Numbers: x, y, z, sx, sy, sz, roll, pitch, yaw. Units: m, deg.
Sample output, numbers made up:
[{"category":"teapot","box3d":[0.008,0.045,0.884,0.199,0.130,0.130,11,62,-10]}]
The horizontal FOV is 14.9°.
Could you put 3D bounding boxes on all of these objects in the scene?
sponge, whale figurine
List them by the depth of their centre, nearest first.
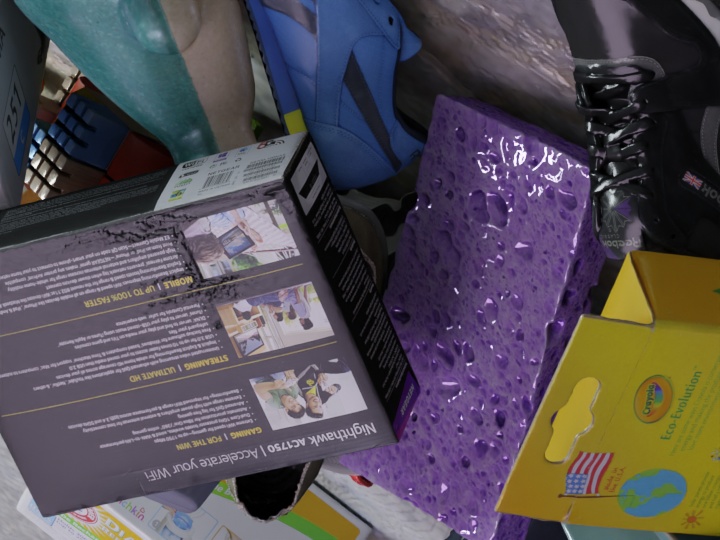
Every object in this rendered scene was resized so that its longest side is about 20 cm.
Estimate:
[{"category":"whale figurine","box3d":[-0.109,-0.119,1.321,0.159,0.103,0.201,-116,8,-75]},{"category":"sponge","box3d":[0.058,0.026,1.339,0.111,0.030,0.201,30,112,41]}]

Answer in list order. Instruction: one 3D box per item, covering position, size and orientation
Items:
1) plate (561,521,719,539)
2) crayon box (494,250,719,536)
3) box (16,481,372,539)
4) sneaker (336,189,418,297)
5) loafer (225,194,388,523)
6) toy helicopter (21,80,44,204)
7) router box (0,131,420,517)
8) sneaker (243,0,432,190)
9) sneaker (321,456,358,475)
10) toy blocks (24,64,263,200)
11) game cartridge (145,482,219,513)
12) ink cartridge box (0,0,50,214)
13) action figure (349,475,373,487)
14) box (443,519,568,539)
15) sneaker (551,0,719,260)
[{"category":"plate","box3d":[0.187,0.113,1.301,0.200,0.200,0.026,31,130,13]},{"category":"crayon box","box3d":[0.166,0.059,1.234,0.199,0.051,0.127,7,130,-18]},{"category":"box","box3d":[-0.111,0.161,1.795,0.200,0.101,0.113,37,152,2]},{"category":"sneaker","box3d":[0.000,0.000,1.468,0.199,0.081,0.083,15,156,41]},{"category":"loafer","box3d":[-0.029,0.048,1.381,0.075,0.070,0.201,6,129,-5]},{"category":"toy helicopter","box3d":[-0.192,-0.056,1.586,0.199,0.133,0.079,20,173,-10]},{"category":"router box","box3d":[-0.091,0.029,1.313,0.199,0.051,0.150,-13,116,22]},{"category":"sneaker","box3d":[-0.020,-0.134,1.324,0.066,0.078,0.201,-104,-4,-66]},{"category":"sneaker","box3d":[0.056,0.070,1.451,0.115,0.074,0.200,3,175,-42]},{"category":"toy blocks","box3d":[-0.121,-0.053,1.433,0.136,0.100,0.200,22,-165,-45]},{"category":"game cartridge","box3d":[-0.145,0.044,1.633,0.200,0.133,0.040,40,159,-4]},{"category":"ink cartridge box","box3d":[-0.192,-0.152,1.340,0.044,0.201,0.177,-2,142,8]},{"category":"action figure","box3d":[-0.002,0.095,1.614,0.099,0.065,0.200,42,154,12]},{"category":"box","box3d":[0.095,0.198,1.511,0.117,0.197,0.200,38,151,-2]},{"category":"sneaker","box3d":[0.133,-0.052,1.221,0.076,0.088,0.200,1,134,49]}]
